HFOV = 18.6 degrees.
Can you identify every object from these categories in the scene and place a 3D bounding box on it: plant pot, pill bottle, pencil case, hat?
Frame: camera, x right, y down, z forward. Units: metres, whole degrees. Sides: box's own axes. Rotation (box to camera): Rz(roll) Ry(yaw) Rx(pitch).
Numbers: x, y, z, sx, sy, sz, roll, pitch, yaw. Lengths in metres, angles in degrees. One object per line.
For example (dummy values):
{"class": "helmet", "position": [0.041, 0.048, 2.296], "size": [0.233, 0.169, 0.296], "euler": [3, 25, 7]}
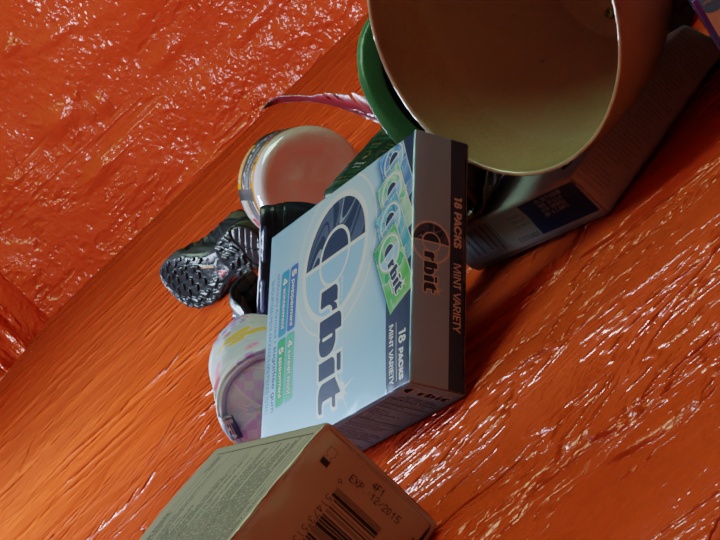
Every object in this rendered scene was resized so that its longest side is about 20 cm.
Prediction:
{"class": "plant pot", "position": [0.121, -0.177, 1.393], "size": [0.134, 0.201, 0.200], "euler": [-29, -4, -41]}
{"class": "pill bottle", "position": [-0.066, -0.089, 2.267], "size": [0.116, 0.116, 0.200], "euler": [-47, 9, -7]}
{"class": "pencil case", "position": [-0.066, 0.085, 1.610], "size": [0.083, 0.091, 0.200], "euler": [-29, 9, -3]}
{"class": "hat", "position": [0.055, -0.125, 1.765], "size": [0.165, 0.201, 0.176], "euler": [-27, -16, -24]}

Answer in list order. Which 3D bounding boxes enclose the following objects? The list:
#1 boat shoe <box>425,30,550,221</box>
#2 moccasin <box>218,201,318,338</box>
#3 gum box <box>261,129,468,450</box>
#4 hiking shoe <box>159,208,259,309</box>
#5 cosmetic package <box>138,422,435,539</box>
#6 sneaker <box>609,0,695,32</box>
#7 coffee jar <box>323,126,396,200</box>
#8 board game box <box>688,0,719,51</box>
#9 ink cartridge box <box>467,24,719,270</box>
{"class": "boat shoe", "position": [0.071, -0.073, 1.493], "size": [0.201, 0.072, 0.072], "euler": [-57, 12, 15]}
{"class": "moccasin", "position": [-0.074, 0.019, 1.764], "size": [0.081, 0.068, 0.201], "euler": [-93, 16, -55]}
{"class": "gum box", "position": [0.001, 0.026, 1.429], "size": [0.200, 0.044, 0.171], "euler": [-33, 49, 54]}
{"class": "hiking shoe", "position": [-0.152, -0.021, 2.546], "size": [0.199, 0.076, 0.101], "euler": [-23, 15, 46]}
{"class": "cosmetic package", "position": [-0.051, 0.155, 1.228], "size": [0.104, 0.087, 0.200], "euler": [-51, 11, -19]}
{"class": "sneaker", "position": [0.165, -0.179, 1.594], "size": [0.199, 0.074, 0.082], "euler": [-27, -2, -38]}
{"class": "coffee jar", "position": [0.066, -0.106, 1.823], "size": [0.200, 0.085, 0.104], "euler": [-50, 19, -17]}
{"class": "board game box", "position": [0.264, -0.199, 1.364], "size": [0.134, 0.045, 0.200], "euler": [-31, 12, 11]}
{"class": "ink cartridge box", "position": [0.162, -0.099, 1.503], "size": [0.200, 0.041, 0.199], "euler": [-51, 10, -24]}
